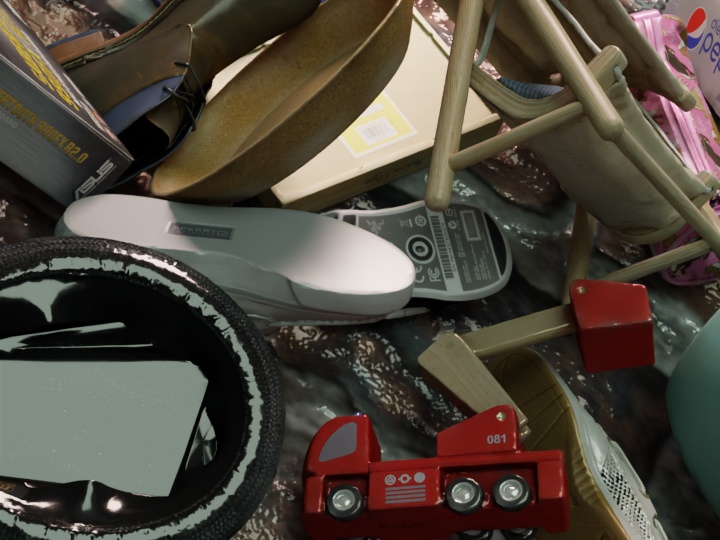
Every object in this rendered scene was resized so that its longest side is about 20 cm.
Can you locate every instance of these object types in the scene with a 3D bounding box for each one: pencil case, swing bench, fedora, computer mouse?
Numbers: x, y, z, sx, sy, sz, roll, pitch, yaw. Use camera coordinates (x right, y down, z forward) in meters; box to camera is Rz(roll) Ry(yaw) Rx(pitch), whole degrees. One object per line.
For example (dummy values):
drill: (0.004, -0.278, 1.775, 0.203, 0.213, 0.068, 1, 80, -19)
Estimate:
pencil case: (0.218, -0.088, 1.060, 0.083, 0.087, 0.200, 17, 45, -36)
swing bench: (0.128, -0.101, 0.942, 0.199, 0.130, 0.200, 36, 40, -48)
fedora: (-0.143, 0.079, 0.785, 0.200, 0.092, 0.201, 5, 65, -12)
computer mouse: (0.000, 0.000, 0.940, 0.200, 0.044, 0.110, -3, 66, -23)

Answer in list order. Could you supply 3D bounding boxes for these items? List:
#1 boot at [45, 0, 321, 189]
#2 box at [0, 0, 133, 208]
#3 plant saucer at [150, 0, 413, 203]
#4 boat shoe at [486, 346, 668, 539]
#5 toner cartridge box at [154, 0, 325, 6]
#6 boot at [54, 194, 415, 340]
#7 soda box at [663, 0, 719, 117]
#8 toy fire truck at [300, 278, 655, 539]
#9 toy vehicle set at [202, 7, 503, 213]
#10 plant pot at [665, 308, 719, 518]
boot: (-0.103, -0.116, 0.930, 0.200, 0.075, 0.097, -23, 56, 4)
box: (-0.230, -0.136, 0.855, 0.048, 0.158, 0.200, -44, 53, 3)
plant saucer: (-0.038, -0.101, 0.891, 0.035, 0.200, 0.200, 48, 48, -18)
boat shoe: (0.131, 0.132, 0.886, 0.069, 0.071, 0.200, 18, 37, -42)
toner cartridge box: (-0.050, -0.221, 1.084, 0.200, 0.043, 0.095, -33, 73, -36)
boot: (-0.071, 0.020, 0.847, 0.200, 0.096, 0.074, 10, 34, 8)
soda box: (0.287, -0.157, 1.113, 0.068, 0.064, 0.200, 10, 30, -14)
toy fire truck: (0.067, 0.080, 0.850, 0.199, 0.049, 0.141, -5, 55, 10)
toy vehicle set: (-0.012, -0.112, 1.029, 0.200, 0.027, 0.124, -23, 66, -33)
plant pot: (0.281, 0.086, 0.897, 0.200, 0.201, 0.161, -25, 57, -34)
